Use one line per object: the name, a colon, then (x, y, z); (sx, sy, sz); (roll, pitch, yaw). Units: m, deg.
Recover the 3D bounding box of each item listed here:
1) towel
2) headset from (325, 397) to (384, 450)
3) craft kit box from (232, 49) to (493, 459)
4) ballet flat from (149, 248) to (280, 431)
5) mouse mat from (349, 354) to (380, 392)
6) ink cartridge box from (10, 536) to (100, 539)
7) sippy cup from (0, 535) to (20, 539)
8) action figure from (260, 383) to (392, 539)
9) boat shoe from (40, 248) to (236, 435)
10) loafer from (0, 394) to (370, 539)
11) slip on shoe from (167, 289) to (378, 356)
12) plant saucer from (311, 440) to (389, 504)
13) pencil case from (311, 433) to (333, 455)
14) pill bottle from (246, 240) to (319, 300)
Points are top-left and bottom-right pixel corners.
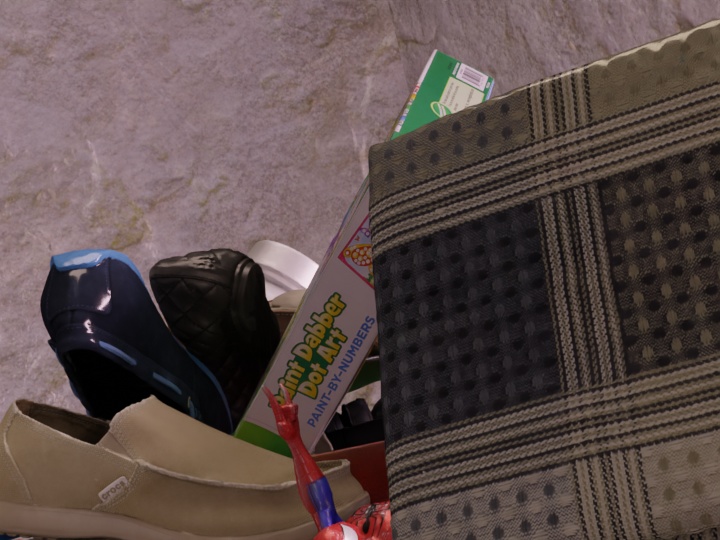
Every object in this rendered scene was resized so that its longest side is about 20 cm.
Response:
towel: (0.096, 0.012, 0.596); (0.199, 0.194, 0.035); (-17, -29, 25)
headset: (0.011, 0.112, 1.236); (0.123, 0.095, 0.200); (-11, -9, -35)
craft kit box: (0.000, 0.000, 0.891); (0.048, 0.198, 0.200); (25, 26, -1)
ballet flat: (-0.081, 0.043, 0.965); (0.056, 0.067, 0.200); (11, -30, 9)
mouse mat: (-0.006, 0.072, 1.115); (0.160, 0.008, 0.199); (-7, -10, -42)
ink cartridge box: (-0.087, 0.138, 0.849); (0.199, 0.051, 0.162); (-18, -4, 25)
sippy cup: (-0.259, 0.147, 0.911); (0.130, 0.179, 0.140); (-3, -40, 37)
action figure: (0.028, 0.081, 0.715); (0.065, 0.100, 0.200); (-15, -1, 29)
boat shoe: (-0.126, 0.071, 0.884); (0.084, 0.069, 0.200); (-13, -39, 16)
loafer: (-0.094, 0.096, 0.792); (0.198, 0.069, 0.076); (1, 4, 10)
slip on shoe: (-0.061, 0.056, 1.119); (0.199, 0.061, 0.076); (0, -32, 39)
plant saucer: (0.071, 0.106, 0.945); (0.199, 0.037, 0.199); (-15, -8, 36)
pencil case: (-0.113, 0.134, 1.051); (0.199, 0.078, 0.090); (-5, -37, -48)
pill bottle: (-0.098, 0.081, 1.251); (0.201, 0.113, 0.113); (-56, 15, -21)
